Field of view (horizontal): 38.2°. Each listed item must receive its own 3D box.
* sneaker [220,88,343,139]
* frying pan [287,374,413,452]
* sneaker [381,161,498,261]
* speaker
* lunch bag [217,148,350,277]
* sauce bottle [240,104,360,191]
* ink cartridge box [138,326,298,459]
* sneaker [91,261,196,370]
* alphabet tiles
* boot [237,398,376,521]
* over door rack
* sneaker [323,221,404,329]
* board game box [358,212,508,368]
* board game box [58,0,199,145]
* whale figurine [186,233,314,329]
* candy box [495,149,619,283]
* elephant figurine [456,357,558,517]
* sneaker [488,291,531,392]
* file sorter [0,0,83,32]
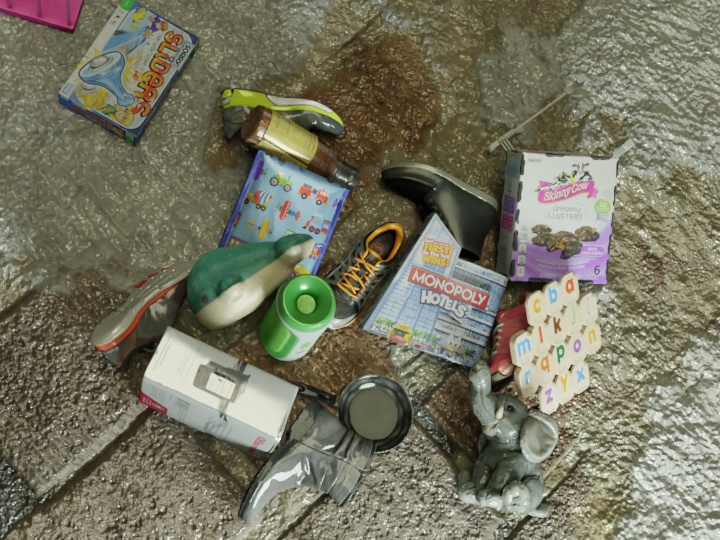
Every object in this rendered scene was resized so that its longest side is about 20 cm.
[{"bbox_3d":[-0.124,-0.228,1.625,0.198,0.074,0.082,7,87,-10],"label":"sneaker"},{"bbox_3d":[-0.015,0.214,1.525,0.188,0.031,0.116,-4,74,-11],"label":"frying pan"},{"bbox_3d":[0.117,-0.094,1.633,0.198,0.075,0.107,20,69,-8],"label":"sneaker"},{"bbox_3d":[-0.091,0.069,1.460,0.087,0.200,0.089,4,72,-13],"label":"speaker"},{"bbox_3d":[-0.125,-0.055,1.559,0.149,0.094,0.202,23,80,-8],"label":"lunch bag"},{"bbox_3d":[-0.088,-0.180,1.585,0.199,0.066,0.067,30,65,-32],"label":"sauce bottle"},{"bbox_3d":[-0.197,0.172,1.430,0.198,0.145,0.084,26,66,-5],"label":"ink cartridge box"},{"bbox_3d":[-0.295,0.065,1.492,0.200,0.077,0.082,-43,118,-27],"label":"sneaker"},{"bbox_3d":[0.300,0.111,1.587,0.199,0.015,0.198,-25,113,-36],"label":"alphabet tiles"},{"bbox_3d":[-0.071,0.293,1.456,0.131,0.070,0.201,37,78,-1],"label":"boot"},{"bbox_3d":[0.329,-0.202,1.717,0.199,0.067,0.148,-37,85,-2],"label":"over door rack"},{"bbox_3d":[0.000,0.000,1.572,0.078,0.077,0.201,35,69,-3],"label":"sneaker"},{"bbox_3d":[0.122,0.025,1.573,0.198,0.062,0.202,19,88,-8],"label":"board game box"},{"bbox_3d":[-0.354,-0.309,1.601,0.134,0.034,0.201,28,68,-4],"label":"board game box"},{"bbox_3d":[-0.160,-0.003,1.455,0.199,0.159,0.104,-36,87,24],"label":"whale figurine"},{"bbox_3d":[0.309,-0.085,1.639,0.166,0.072,0.203,2,99,-13],"label":"candy box"},{"bbox_3d":[0.218,0.246,1.514,0.140,0.155,0.202,9,78,12],"label":"elephant figurine"},{"bbox_3d":[0.231,0.110,1.609,0.087,0.074,0.200,42,61,12],"label":"sneaker"},{"bbox_3d":[-0.513,-0.477,1.565,0.198,0.125,0.140,15,69,-9],"label":"file sorter"}]
